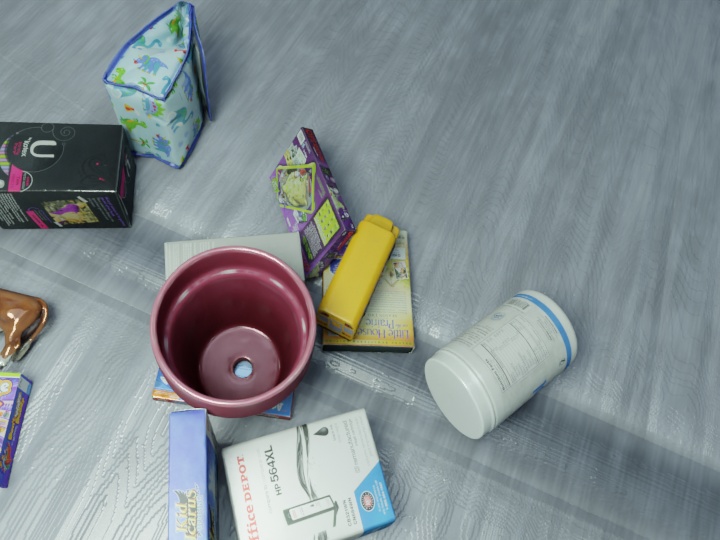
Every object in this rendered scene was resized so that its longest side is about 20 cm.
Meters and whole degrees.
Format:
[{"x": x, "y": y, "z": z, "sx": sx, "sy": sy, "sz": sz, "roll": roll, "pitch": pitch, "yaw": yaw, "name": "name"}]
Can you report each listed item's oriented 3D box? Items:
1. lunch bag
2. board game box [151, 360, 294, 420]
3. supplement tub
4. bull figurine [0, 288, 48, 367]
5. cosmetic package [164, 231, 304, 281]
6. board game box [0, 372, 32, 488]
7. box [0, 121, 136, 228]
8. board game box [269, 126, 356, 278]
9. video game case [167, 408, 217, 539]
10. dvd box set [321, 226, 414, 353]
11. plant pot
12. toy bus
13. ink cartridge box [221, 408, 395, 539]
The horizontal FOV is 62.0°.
[{"x": -0.307, "y": -0.302, "z": 0.974, "sx": 0.123, "sy": 0.171, "sz": 0.205, "roll": 15, "pitch": 60, "yaw": 0, "name": "lunch bag"}, {"x": -0.188, "y": 0.147, "z": 0.858, "sx": 0.193, "sy": 0.020, "sz": 0.106, "roll": 10, "pitch": 61, "yaw": -4, "name": "board game box"}, {"x": 0.204, "y": 0.131, "z": 0.867, "sx": 0.197, "sy": 0.133, "sz": 0.133, "roll": -31, "pitch": 72, "yaw": -21, "name": "supplement tub"}, {"x": -0.533, "y": 0.062, "z": 0.820, "sx": 0.193, "sy": 0.065, "sz": 0.125, "roll": 13, "pitch": 69, "yaw": 4, "name": "bull figurine"}, {"x": -0.180, "y": 0.010, "z": 0.879, "sx": 0.193, "sy": 0.108, "sz": 0.093, "roll": -7, "pitch": 64, "yaw": -14, "name": "cosmetic package"}, {"x": -0.542, "y": 0.199, "z": 0.761, "sx": 0.193, "sy": 0.045, "sz": 0.139, "roll": 4, "pitch": 63, "yaw": -7, "name": "board game box"}, {"x": -0.453, "y": -0.142, "z": 0.908, "sx": 0.193, "sy": 0.107, "sz": 0.126, "roll": -1, "pitch": 64, "yaw": -10, "name": "box"}, {"x": -0.080, "y": -0.107, "z": 0.939, "sx": 0.032, "sy": 0.120, "sz": 0.204, "roll": 4, "pitch": 53, "yaw": -44, "name": "board game box"}, {"x": -0.190, "y": 0.287, "z": 0.698, "sx": 0.044, "sy": 0.183, "sz": 0.206, "roll": -3, "pitch": 64, "yaw": -10, "name": "video game case"}, {"x": 0.009, "y": 0.027, "z": 0.942, "sx": 0.141, "sy": 0.030, "sz": 0.206, "roll": 2, "pitch": 63, "yaw": -8, "name": "dvd box set"}, {"x": -0.159, "y": 0.100, "z": 0.775, "sx": 0.193, "sy": 0.180, "sz": 0.206, "roll": 4, "pitch": 62, "yaw": -8, "name": "plant pot"}, {"x": 0.000, "y": 0.000, "z": 0.892, "sx": 0.063, "sy": 0.079, "sz": 0.204, "roll": 23, "pitch": 62, "yaw": 4, "name": "toy bus"}, {"x": -0.071, "y": 0.283, "z": 0.774, "sx": 0.194, "sy": 0.085, "sz": 0.150, "roll": -12, "pitch": 66, "yaw": -16, "name": "ink cartridge box"}]
